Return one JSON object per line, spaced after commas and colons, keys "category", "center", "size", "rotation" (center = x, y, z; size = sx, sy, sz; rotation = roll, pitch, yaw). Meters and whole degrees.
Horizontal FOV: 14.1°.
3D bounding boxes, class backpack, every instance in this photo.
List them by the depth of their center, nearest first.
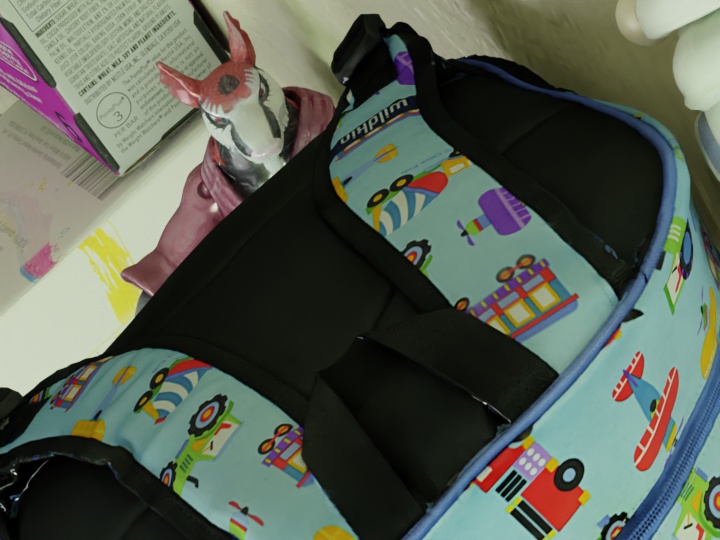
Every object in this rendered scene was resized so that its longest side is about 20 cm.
{"category": "backpack", "center": [0.018, 0.045, 0.656], "size": [0.135, 0.183, 0.200], "rotation": [48, 173, -19]}

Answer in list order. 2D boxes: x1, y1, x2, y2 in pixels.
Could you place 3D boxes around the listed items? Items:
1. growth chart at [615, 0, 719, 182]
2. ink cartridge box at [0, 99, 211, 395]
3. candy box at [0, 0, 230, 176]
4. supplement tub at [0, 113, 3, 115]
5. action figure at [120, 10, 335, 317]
{"category": "growth chart", "center": [0.114, 0.017, 0.575], "size": [0.201, 0.018, 0.145], "rotation": [56, 170, -9]}
{"category": "ink cartridge box", "center": [-0.105, 0.027, 1.066], "size": [0.125, 0.200, 0.128], "rotation": [53, 169, -30]}
{"category": "candy box", "center": [-0.139, -0.138, 0.987], "size": [0.136, 0.061, 0.200], "rotation": [36, 164, 52]}
{"category": "supplement tub", "center": [-0.171, 0.015, 1.300], "size": [0.123, 0.200, 0.123], "rotation": [45, 169, 11]}
{"category": "action figure", "center": [0.000, 0.000, 0.925], "size": [0.201, 0.133, 0.149], "rotation": [65, -154, -24]}
